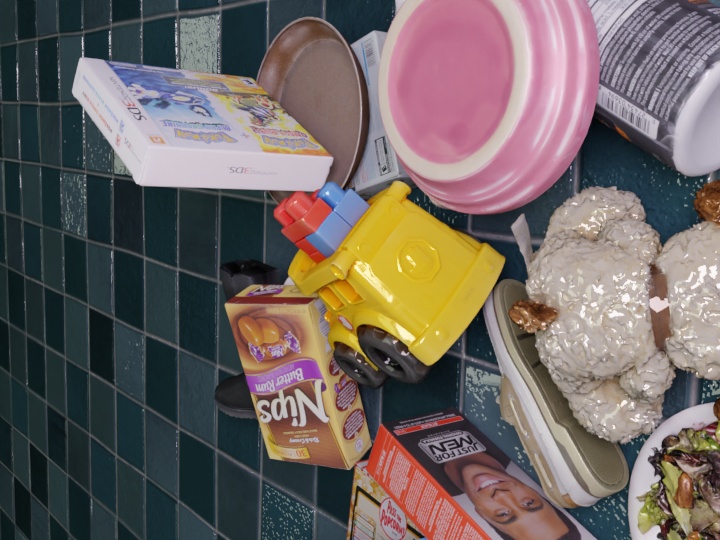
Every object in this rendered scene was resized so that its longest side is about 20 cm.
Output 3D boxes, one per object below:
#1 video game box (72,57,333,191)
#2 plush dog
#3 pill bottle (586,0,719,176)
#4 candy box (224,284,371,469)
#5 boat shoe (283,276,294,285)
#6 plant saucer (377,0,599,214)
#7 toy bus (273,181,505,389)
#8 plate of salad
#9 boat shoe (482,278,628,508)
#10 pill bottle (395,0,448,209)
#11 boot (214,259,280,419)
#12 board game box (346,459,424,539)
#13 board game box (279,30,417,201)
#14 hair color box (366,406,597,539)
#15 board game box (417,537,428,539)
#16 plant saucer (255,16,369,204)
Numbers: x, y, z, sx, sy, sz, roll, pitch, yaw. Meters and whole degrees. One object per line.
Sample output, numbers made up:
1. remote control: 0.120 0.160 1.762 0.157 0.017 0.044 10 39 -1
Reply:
1. video game box: -0.155 -0.142 0.883 0.182 0.200 0.047 49 128 37
2. plush dog: 0.209 0.022 0.632 0.171 0.160 0.201 -9 80 29
3. pill bottle: 0.193 -0.161 0.655 0.200 0.106 0.106 47 129 39
4. candy box: -0.067 0.117 1.000 0.116 0.056 0.200 -1 113 34
5. boat shoe: -0.022 0.001 0.990 0.069 0.071 0.200 67 148 21
6. plant saucer: 0.080 -0.142 0.667 0.200 0.051 0.201 5 96 48
7. toy bus: 0.000 0.000 0.820 0.192 0.136 0.200 40 158 -10
8. plate of salad: 0.270 0.195 0.644 0.200 0.048 0.201 10 103 52
9. boat shoe: 0.149 0.106 0.770 0.068 0.075 0.200 -45 57 44
10. pill bottle: 0.095 -0.163 0.775 0.116 0.116 0.201 -24 75 51
11. boot: -0.143 0.084 1.112 0.165 0.066 0.200 4 117 41
12. board game box: 0.043 0.321 0.956 0.151 0.046 0.201 25 114 49
13. board game box: -0.012 -0.146 0.960 0.200 0.064 0.148 -14 82 51
14. hair color box: 0.105 0.212 0.819 0.200 0.101 0.061 41 125 41
15. board game box: 0.062 0.347 0.848 0.040 0.153 0.201 22 112 48
16. plant saucer: -0.049 -0.157 0.932 0.200 0.032 0.201 8 100 52
